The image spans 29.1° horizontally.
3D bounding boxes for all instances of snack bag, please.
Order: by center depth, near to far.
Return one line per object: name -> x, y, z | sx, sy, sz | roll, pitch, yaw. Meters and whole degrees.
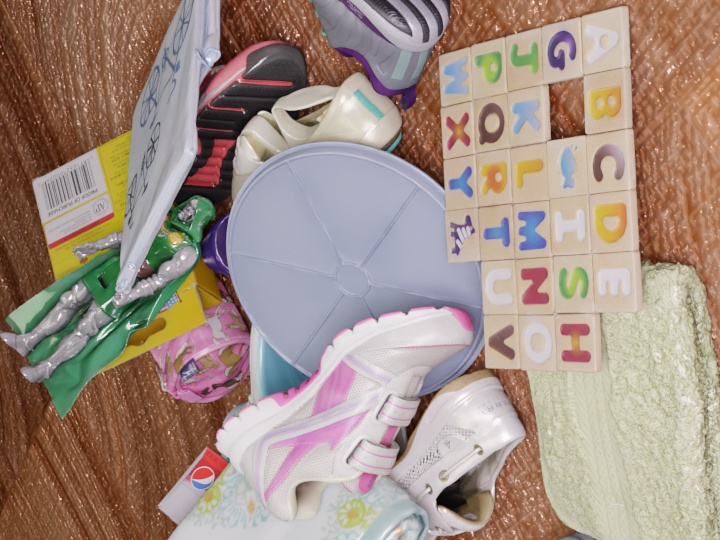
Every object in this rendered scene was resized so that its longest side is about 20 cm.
snack bag -> -0.144, -0.108, 1.044 | 0.189, 0.021, 0.200 | 126, 151, -47

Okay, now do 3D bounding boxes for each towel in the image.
towel -> 0.155, 0.084, 0.824 | 0.148, 0.036, 0.200 | 12, 116, 52
towel -> -0.063, 0.204, 0.968 | 0.171, 0.200, 0.048 | 34, 173, 46

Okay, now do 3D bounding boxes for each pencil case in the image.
pencil case -> -0.172, 0.022, 1.228 | 0.200, 0.087, 0.083 | 54, 138, 28

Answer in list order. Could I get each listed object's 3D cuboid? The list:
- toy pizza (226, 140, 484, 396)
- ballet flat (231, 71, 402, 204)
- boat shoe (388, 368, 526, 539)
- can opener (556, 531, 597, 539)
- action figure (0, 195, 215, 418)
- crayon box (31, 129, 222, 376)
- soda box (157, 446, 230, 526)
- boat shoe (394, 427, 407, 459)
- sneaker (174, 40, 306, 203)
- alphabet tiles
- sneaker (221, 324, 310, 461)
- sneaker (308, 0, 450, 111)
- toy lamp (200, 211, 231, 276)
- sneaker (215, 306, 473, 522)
toy pizza -> 0.000, 0.000, 0.959 | 0.200, 0.032, 0.200 | 12, 122, 20
ballet flat -> -0.048, -0.094, 0.993 | 0.200, 0.069, 0.069 | -19, 91, 50
boat shoe -> 0.060, 0.156, 0.971 | 0.069, 0.071, 0.200 | 53, 143, 28
can opener -> 0.187, 0.249, 0.865 | 0.066, 0.053, 0.200 | -41, 70, 19
action figure -> -0.195, 0.010, 1.111 | 0.118, 0.200, 0.055 | 50, -178, 30
crayon box -> -0.197, -0.012, 1.176 | 0.051, 0.127, 0.200 | 40, -151, -61
soda box -> -0.091, 0.218, 1.141 | 0.070, 0.063, 0.200 | 33, 166, 26
boat shoe -> 0.008, 0.160, 1.056 | 0.070, 0.071, 0.200 | 26, 121, 54
sneaker -> -0.109, -0.131, 1.070 | 0.200, 0.074, 0.087 | -43, 51, 49
alphabet tiles -> 0.101, -0.041, 0.815 | 0.167, 0.008, 0.200 | -4, 89, 56
sneaker -> -0.078, 0.109, 1.145 | 0.131, 0.080, 0.200 | 11, 115, 52
sneaker -> -0.025, -0.191, 0.912 | 0.200, 0.074, 0.088 | 51, 148, 26
toy lamp -> -0.065, -0.028, 1.074 | 0.200, 0.058, 0.058 | -12, 97, 55
sneaker -> 0.001, 0.097, 0.914 | 0.200, 0.081, 0.088 | -39, 67, 22
